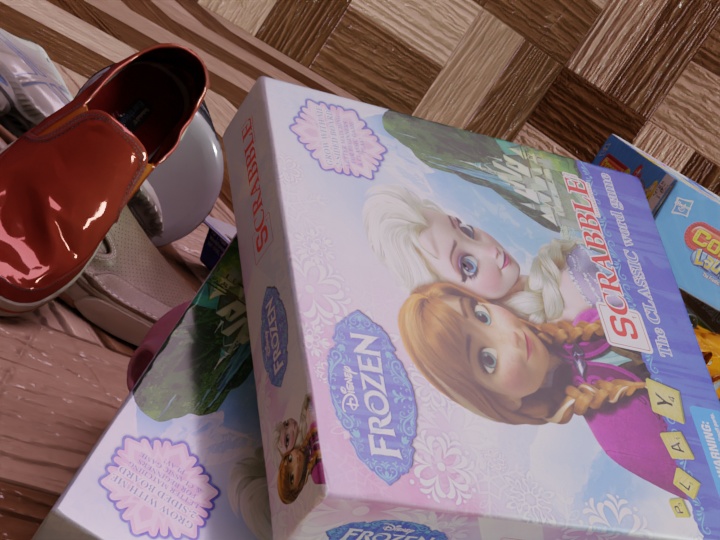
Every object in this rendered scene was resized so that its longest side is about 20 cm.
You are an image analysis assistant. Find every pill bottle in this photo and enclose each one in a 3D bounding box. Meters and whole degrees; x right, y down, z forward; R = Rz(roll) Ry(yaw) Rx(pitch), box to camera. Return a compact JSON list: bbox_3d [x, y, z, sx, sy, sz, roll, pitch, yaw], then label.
[{"bbox_3d":[-0.153,-0.089,1.000,0.106,0.106,0.200,31,9,-16],"label":"pill bottle"}]

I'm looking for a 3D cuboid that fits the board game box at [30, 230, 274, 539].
[{"bbox_3d":[0.001,0.087,0.569,0.200,0.041,0.200,33,42,-5],"label":"board game box"}]

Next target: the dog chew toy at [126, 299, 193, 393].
[{"bbox_3d":[-0.024,0.062,0.690,0.200,0.125,0.125,14,21,-41],"label":"dog chew toy"}]

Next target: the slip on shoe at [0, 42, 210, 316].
[{"bbox_3d":[-0.143,-0.055,0.750,0.074,0.061,0.200,44,49,-10],"label":"slip on shoe"}]

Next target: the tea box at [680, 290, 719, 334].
[{"bbox_3d":[0.253,0.130,1.020,0.133,0.197,0.200,32,9,-10],"label":"tea box"}]

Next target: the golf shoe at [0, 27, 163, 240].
[{"bbox_3d":[-0.187,-0.093,0.853,0.200,0.078,0.097,43,36,-34],"label":"golf shoe"}]

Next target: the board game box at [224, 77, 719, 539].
[{"bbox_3d":[0.051,0.026,0.583,0.199,0.041,0.200,11,47,-27],"label":"board game box"}]

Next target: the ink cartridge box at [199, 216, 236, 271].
[{"bbox_3d":[-0.046,0.017,1.053,0.099,0.039,0.200,42,11,36],"label":"ink cartridge box"}]

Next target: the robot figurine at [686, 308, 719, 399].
[{"bbox_3d":[0.128,0.037,0.803,0.200,0.058,0.145,3,32,-45],"label":"robot figurine"}]

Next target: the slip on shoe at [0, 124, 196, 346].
[{"bbox_3d":[-0.149,-0.017,0.802,0.200,0.061,0.076,33,10,-10],"label":"slip on shoe"}]

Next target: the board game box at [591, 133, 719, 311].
[{"bbox_3d":[0.251,-0.005,0.943,0.200,0.056,0.196,29,11,-8],"label":"board game box"}]
